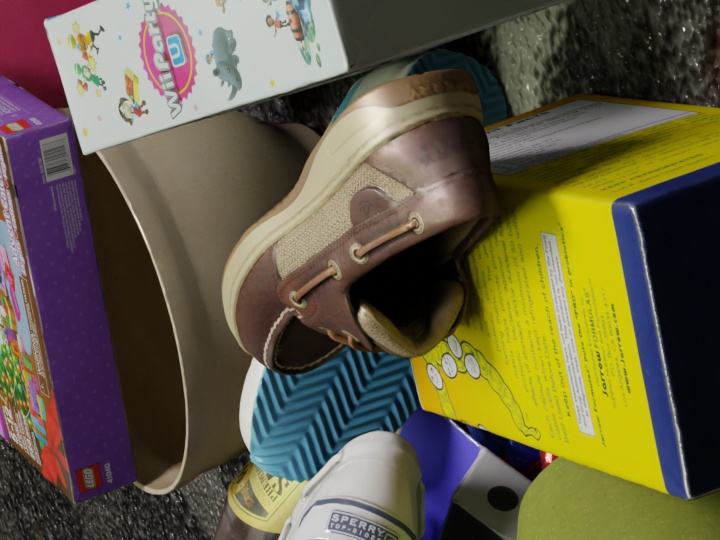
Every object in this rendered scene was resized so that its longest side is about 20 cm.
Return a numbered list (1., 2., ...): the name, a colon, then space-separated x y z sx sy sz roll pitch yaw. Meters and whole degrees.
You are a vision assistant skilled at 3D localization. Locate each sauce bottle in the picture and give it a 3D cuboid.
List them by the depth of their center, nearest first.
1. sauce bottle: -0.029 0.112 1.283 0.200 0.066 0.066 -51 55 26

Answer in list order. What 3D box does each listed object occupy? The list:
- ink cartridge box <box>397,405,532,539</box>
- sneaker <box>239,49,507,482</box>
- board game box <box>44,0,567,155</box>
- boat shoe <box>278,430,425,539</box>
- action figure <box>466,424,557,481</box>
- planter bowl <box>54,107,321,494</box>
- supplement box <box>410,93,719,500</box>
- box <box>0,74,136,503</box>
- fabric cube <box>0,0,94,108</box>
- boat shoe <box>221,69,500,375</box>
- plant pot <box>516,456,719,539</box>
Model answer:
1. ink cartridge box: 0.063 0.184 1.150 0.200 0.043 0.199 37 134 23
2. sneaker: 0.000 0.000 1.140 0.081 0.076 0.201 0 63 65
3. board game box: -0.015 -0.108 1.049 0.200 0.147 0.065 -14 95 53
4. boat shoe: -0.003 0.134 1.132 0.200 0.073 0.066 117 174 -60
5. action figure: 0.073 0.077 1.163 0.200 0.052 0.066 54 157 24
6. planter bowl: -0.075 -0.002 1.316 0.200 0.134 0.201 45 145 44
7. supplement box: 0.103 0.003 0.969 0.200 0.108 0.110 15 120 63
8. box: -0.173 0.003 1.318 0.137 0.039 0.201 31 134 57
9. fabric cube: -0.212 -0.116 1.460 0.199 0.196 0.201 27 130 55
10. boat shoe: 0.004 0.002 0.965 0.072 0.072 0.200 65 149 18
11. plant pot: 0.132 0.163 0.968 0.187 0.186 0.201 103 154 -50
